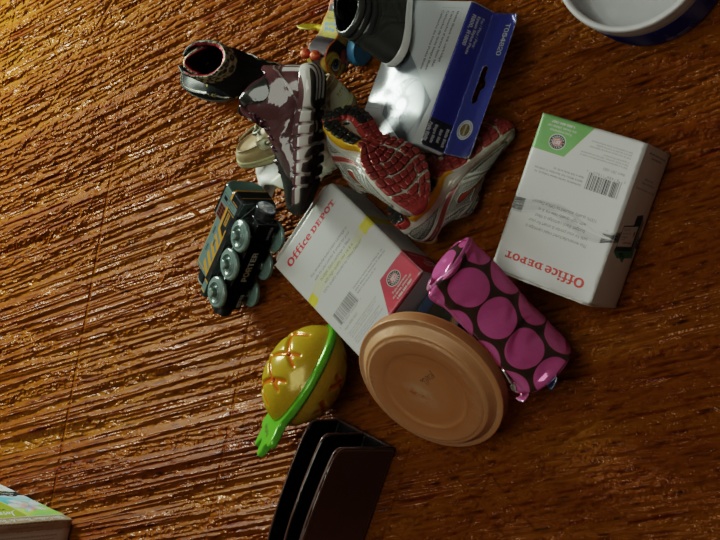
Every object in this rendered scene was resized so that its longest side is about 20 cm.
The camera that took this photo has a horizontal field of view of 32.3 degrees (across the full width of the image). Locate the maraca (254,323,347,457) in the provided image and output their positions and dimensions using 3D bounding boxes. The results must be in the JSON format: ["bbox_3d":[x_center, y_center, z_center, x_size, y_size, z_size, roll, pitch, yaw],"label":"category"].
[{"bbox_3d":[-0.088,0.161,1.688,0.107,0.137,0.201,31,94,-9],"label":"maraca"}]

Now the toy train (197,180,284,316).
[{"bbox_3d":[-0.177,-0.032,1.787,0.114,0.085,0.201,56,133,37],"label":"toy train"}]

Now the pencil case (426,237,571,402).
[{"bbox_3d":[0.162,0.059,1.491,0.094,0.091,0.200,-44,98,-2],"label":"pencil case"}]

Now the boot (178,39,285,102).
[{"bbox_3d":[-0.219,-0.295,1.814,0.202,0.153,0.074,8,89,35],"label":"boot"}]

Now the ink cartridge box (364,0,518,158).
[{"bbox_3d":[0.095,-0.253,1.617,0.199,0.040,0.201,16,86,51],"label":"ink cartridge box"}]

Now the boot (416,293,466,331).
[{"bbox_3d":[0.105,0.100,1.613,0.201,0.074,0.097,-62,31,24],"label":"boot"}]

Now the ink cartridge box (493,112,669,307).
[{"bbox_3d":[0.264,-0.071,1.498,0.145,0.084,0.202,23,98,34],"label":"ink cartridge box"}]

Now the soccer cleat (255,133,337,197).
[{"bbox_3d":[-0.068,-0.147,1.751,0.199,0.069,0.078,-6,86,41],"label":"soccer cleat"}]

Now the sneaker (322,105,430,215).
[{"bbox_3d":[0.025,-0.132,1.594,0.077,0.083,0.200,-26,48,-18],"label":"sneaker"}]

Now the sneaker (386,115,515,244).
[{"bbox_3d":[0.125,-0.119,1.613,0.200,0.082,0.078,-45,37,6],"label":"sneaker"}]

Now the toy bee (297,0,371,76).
[{"bbox_3d":[-0.031,-0.310,1.716,0.130,0.108,0.202,-9,79,31],"label":"toy bee"}]

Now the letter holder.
[{"bbox_3d":[-0.060,0.308,1.641,0.100,0.142,0.202,23,98,34],"label":"letter holder"}]

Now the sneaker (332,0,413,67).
[{"bbox_3d":[0.015,-0.372,1.657,0.071,0.099,0.201,-33,45,42],"label":"sneaker"}]

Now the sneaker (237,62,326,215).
[{"bbox_3d":[-0.110,-0.179,1.654,0.115,0.076,0.202,9,100,16],"label":"sneaker"}]

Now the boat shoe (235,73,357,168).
[{"bbox_3d":[-0.099,-0.208,1.713,0.199,0.063,0.074,-28,34,23],"label":"boat shoe"}]

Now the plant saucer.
[{"bbox_3d":[0.085,0.140,1.529,0.199,0.032,0.201,18,133,21],"label":"plant saucer"}]

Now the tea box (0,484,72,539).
[{"bbox_3d":[-0.602,0.430,1.964,0.196,0.199,0.135,15,93,33],"label":"tea box"}]

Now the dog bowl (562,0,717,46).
[{"bbox_3d":[0.337,-0.375,1.488,0.199,0.079,0.202,-4,83,34],"label":"dog bowl"}]

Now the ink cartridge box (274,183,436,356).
[{"bbox_3d":[0.000,0.000,1.671,0.200,0.083,0.146,46,109,29],"label":"ink cartridge box"}]
